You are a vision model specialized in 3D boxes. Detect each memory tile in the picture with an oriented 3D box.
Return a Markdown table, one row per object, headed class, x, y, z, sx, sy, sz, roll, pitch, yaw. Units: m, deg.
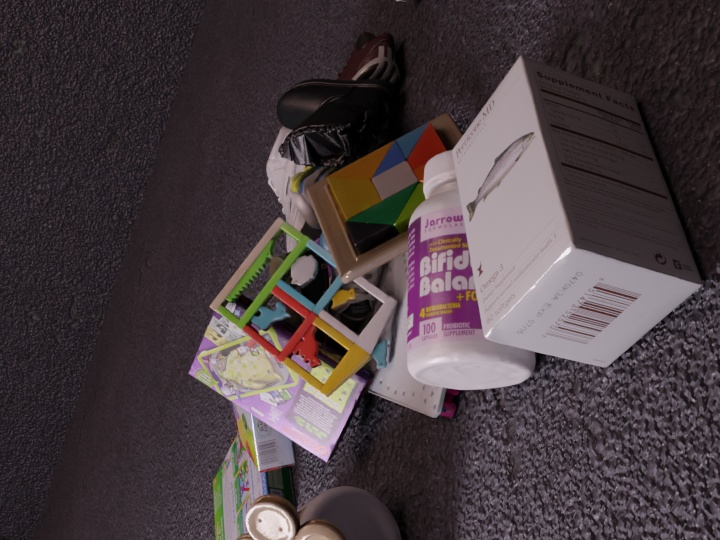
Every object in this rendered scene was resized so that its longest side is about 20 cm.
| class | x | y | z | sx | sy | sz | roll | pitch | yaw |
| --- | --- | --- | --- | --- | --- | --- | --- | --- | --- |
| memory tile | -0.035 | 0.307 | 0.858 | 0.154 | 0.200 | 0.017 | -63 | -5 | 24 |

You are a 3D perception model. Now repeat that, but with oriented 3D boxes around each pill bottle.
| class | x | y | z | sx | sy | sz | roll | pitch | yaw |
| --- | --- | --- | --- | --- | --- | --- | --- | --- | --- |
| pill bottle | 0.097 | -0.003 | 0.818 | 0.112 | 0.112 | 0.201 | -35 | 49 | 57 |
| pill bottle | -0.049 | 0.311 | 0.973 | 0.200 | 0.115 | 0.116 | -45 | 37 | 51 |

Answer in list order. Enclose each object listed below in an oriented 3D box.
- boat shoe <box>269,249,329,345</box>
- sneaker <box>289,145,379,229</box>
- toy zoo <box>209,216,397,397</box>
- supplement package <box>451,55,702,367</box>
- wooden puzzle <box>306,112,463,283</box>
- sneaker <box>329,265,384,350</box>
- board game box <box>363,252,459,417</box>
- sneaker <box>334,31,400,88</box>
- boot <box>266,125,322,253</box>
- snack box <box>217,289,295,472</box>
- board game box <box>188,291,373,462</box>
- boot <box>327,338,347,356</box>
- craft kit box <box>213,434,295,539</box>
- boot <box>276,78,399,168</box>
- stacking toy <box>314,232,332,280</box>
| class | x | y | z | sx | sy | sz | roll | pitch | yaw |
| --- | --- | --- | --- | --- | --- | --- | --- | --- | --- |
| boat shoe | -0.061 | 0.075 | 1.096 | 0.074 | 0.063 | 0.202 | 12 | 111 | 53 |
| sneaker | -0.026 | -0.126 | 1.185 | 0.105 | 0.076 | 0.200 | -33 | 17 | 20 |
| toy zoo | -0.052 | 0.048 | 1.016 | 0.131 | 0.200 | 0.020 | -52 | -14 | -6 |
| supplement package | 0.158 | -0.047 | 0.711 | 0.117 | 0.117 | 0.201 | 125 | 151 | -43 |
| wooden puzzle | 0.038 | -0.088 | 0.973 | 0.185 | 0.037 | 0.200 | -28 | 36 | 4 |
| sneaker | 0.000 | 0.000 | 1.082 | 0.081 | 0.076 | 0.201 | -97 | 11 | -54 |
| board game box | 0.067 | 0.045 | 0.984 | 0.200 | 0.026 | 0.201 | 5 | 81 | 67 |
| sneaker | -0.007 | -0.267 | 1.312 | 0.200 | 0.076 | 0.116 | -32 | 41 | 44 |
| boot | -0.093 | -0.109 | 1.331 | 0.095 | 0.073 | 0.201 | 19 | 102 | 33 |
| snack box | -0.135 | 0.137 | 1.168 | 0.142 | 0.053 | 0.201 | -154 | 56 | -68 |
| board game box | -0.095 | 0.120 | 1.058 | 0.120 | 0.200 | 0.032 | -63 | -13 | 18 |
| boot | -0.073 | 0.101 | 1.223 | 0.155 | 0.073 | 0.200 | -56 | 41 | 40 |
| craft kit box | -0.159 | 0.323 | 1.318 | 0.198 | 0.048 | 0.200 | -58 | 28 | 30 |
| boot | -0.055 | -0.189 | 1.192 | 0.198 | 0.074 | 0.163 | 0 | 33 | 28 |
| stacking toy | 0.007 | -0.058 | 1.135 | 0.200 | 0.085 | 0.086 | -52 | 31 | 32 |
